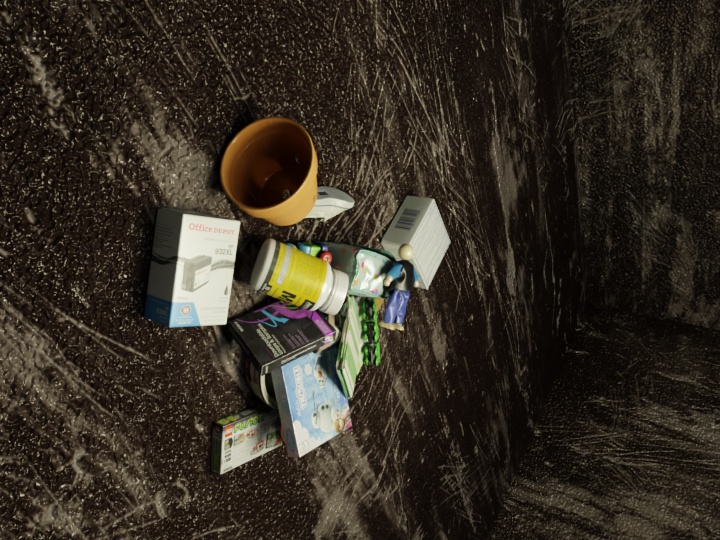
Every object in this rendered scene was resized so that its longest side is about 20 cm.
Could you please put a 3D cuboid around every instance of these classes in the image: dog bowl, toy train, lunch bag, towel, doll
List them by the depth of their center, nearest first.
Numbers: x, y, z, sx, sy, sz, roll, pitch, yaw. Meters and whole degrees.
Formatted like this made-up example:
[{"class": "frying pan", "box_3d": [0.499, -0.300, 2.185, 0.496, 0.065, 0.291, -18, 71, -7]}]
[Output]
[{"class": "dog bowl", "box_3d": [-0.186, 0.214, 1.421, 0.198, 0.072, 0.207, -21, 116, -52]}, {"class": "toy train", "box_3d": [-0.146, 0.033, 1.434, 0.113, 0.084, 0.207, 3, 104, -39]}, {"class": "towel", "box_3d": [-0.026, 0.183, 1.467, 0.155, 0.023, 0.205, 76, 17, -52]}, {"class": "doll", "box_3d": [0.094, 0.038, 1.478, 0.134, 0.048, 0.207, 11, 93, -50]}, {"class": "lunch bag", "box_3d": [0.000, 0.000, 1.527, 0.196, 0.168, 0.126, 11, 91, -44]}, {"class": "towel", "box_3d": [-0.001, 0.156, 1.629, 0.150, 0.030, 0.206, -50, 138, -49]}, {"class": "toy train", "box_3d": [0.031, 0.161, 1.636, 0.057, 0.040, 0.207, -55, 145, -65]}]

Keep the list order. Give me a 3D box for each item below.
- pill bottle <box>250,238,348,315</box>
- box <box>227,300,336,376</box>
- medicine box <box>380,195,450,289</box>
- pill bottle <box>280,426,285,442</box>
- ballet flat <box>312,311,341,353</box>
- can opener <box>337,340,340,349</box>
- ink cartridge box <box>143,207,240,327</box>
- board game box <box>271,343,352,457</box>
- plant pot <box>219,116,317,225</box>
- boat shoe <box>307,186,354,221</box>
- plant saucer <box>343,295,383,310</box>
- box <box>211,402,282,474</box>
[{"class": "pill bottle", "box_3d": [-0.131, 0.018, 1.331, 0.195, 0.114, 0.118, 22, 81, -19]}, {"class": "box", "box_3d": [-0.168, 0.131, 1.325, 0.196, 0.143, 0.037, -23, 142, -34]}, {"class": "medicine box", "box_3d": [0.169, -0.083, 1.826, 0.185, 0.101, 0.202, -59, 142, -25]}, {"class": "pill bottle", "box_3d": [-0.117, 0.351, 1.507, 0.200, 0.103, 0.110, -40, 132, -55]}, {"class": "ballet flat", "box_3d": [-0.075, 0.130, 1.446, 0.066, 0.068, 0.203, 31, 30, -20]}, {"class": "can opener", "box_3d": [-0.056, 0.201, 1.633, 0.198, 0.078, 0.065, -19, 76, -55]}, {"class": "ink cartridge box", "box_3d": [-0.315, -0.005, 1.157, 0.143, 0.082, 0.207, 3, 97, -55]}, {"class": "board game box", "box_3d": [-0.108, 0.290, 1.404, 0.197, 0.042, 0.207, -14, 93, -53]}, {"class": "plant pot", "box_3d": [-0.169, -0.183, 1.245, 0.205, 0.195, 0.141, -67, 160, -16]}, {"class": "boat shoe", "box_3d": [-0.089, -0.154, 1.472, 0.198, 0.071, 0.071, -12, 137, -57]}, {"class": "plant saucer", "box_3d": [0.020, 0.053, 1.708, 0.198, 0.035, 0.207, -22, 117, -52]}, {"class": "box", "box_3d": [-0.253, 0.374, 1.402, 0.197, 0.034, 0.114, -8, 106, -54]}]
